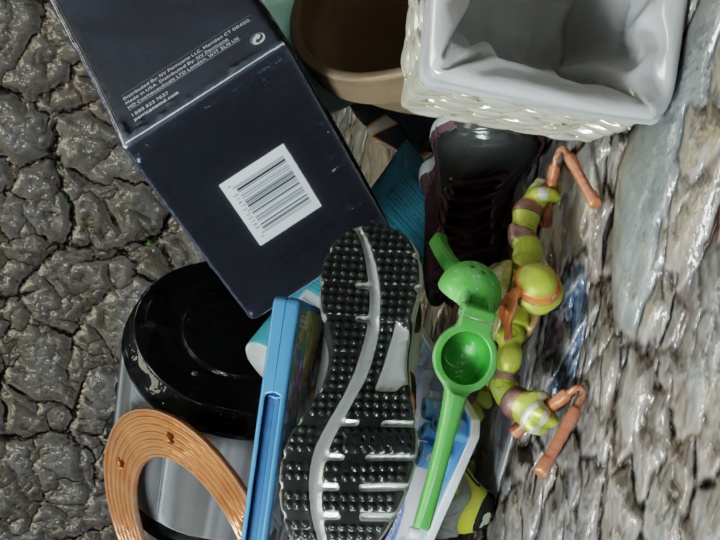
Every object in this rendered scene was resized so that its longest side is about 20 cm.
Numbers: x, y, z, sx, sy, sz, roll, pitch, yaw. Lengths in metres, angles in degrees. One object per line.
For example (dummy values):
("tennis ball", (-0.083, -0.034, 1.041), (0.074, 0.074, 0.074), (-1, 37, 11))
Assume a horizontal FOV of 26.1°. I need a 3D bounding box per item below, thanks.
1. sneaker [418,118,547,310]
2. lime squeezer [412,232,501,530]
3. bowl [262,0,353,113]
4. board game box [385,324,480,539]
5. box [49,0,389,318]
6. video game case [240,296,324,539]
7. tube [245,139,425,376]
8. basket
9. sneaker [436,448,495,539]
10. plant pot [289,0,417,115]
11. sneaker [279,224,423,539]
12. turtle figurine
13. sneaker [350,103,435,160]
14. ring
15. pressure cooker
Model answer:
("sneaker", (0.079, -0.032, 1.016), (0.200, 0.075, 0.117), (102, 170, -79))
("lime squeezer", (0.048, 0.040, 0.855), (0.070, 0.038, 0.201), (-36, 36, 39))
("bowl", (-0.001, -0.220, 1.184), (0.200, 0.105, 0.201), (-35, 21, 16))
("board game box", (-0.001, 0.131, 0.977), (0.200, 0.026, 0.201), (-120, 49, -61))
("box", (-0.098, -0.115, 1.040), (0.199, 0.123, 0.200), (57, 179, 39))
("video game case", (-0.041, 0.122, 0.905), (0.143, 0.018, 0.202), (35, -118, -79))
("tube", (0.000, 0.000, 1.091), (0.200, 0.078, 0.050), (-48, 18, -26))
("basket", (0.097, -0.176, 0.844), (0.123, 0.134, 0.202), (145, 133, -78))
("sneaker", (0.035, 0.128, 1.056), (0.200, 0.076, 0.076), (-111, 34, -64))
("plant pot", (0.060, -0.167, 1.016), (0.202, 0.199, 0.093), (-93, -24, -45))
("sneaker", (0.004, 0.079, 0.877), (0.080, 0.073, 0.202), (78, -158, -63))
("turtle figurine", (0.083, 0.037, 0.920), (0.161, 0.064, 0.202), (123, 154, -64))
("sneaker", (0.061, -0.134, 1.161), (0.078, 0.080, 0.200), (-40, 17, -21))
("ring", (-0.111, 0.186, 1.063), (0.200, 0.019, 0.202), (26, 127, 40))
("pressure cooker", (-0.104, 0.114, 1.170), (0.177, 0.177, 0.201), (-99, 16, -48))
